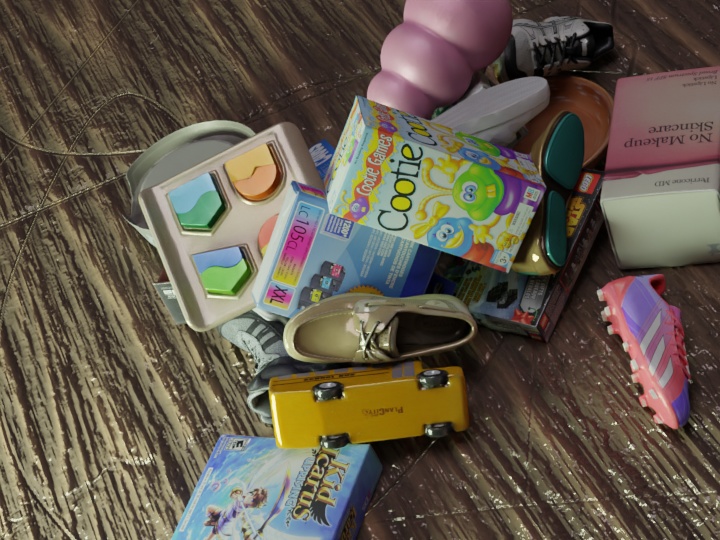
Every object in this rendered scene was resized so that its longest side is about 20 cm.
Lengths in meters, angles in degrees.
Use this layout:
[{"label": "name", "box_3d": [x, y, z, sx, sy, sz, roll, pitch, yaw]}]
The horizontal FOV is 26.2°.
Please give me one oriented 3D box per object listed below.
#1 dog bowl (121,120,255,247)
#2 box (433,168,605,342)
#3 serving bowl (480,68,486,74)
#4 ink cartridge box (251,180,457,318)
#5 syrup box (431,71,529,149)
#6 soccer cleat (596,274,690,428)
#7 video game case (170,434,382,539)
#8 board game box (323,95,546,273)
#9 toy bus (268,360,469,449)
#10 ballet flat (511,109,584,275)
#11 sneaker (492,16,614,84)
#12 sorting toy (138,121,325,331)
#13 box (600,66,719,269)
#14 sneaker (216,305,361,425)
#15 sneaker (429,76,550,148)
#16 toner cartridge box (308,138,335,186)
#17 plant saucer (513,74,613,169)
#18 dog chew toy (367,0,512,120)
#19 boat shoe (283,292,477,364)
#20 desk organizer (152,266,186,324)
[{"label": "dog bowl", "box_3d": [-0.208, -0.103, 1.974, 0.200, 0.059, 0.200, -15, 43, 14]}, {"label": "box", "box_3d": [0.179, -0.027, 1.689, 0.137, 0.040, 0.200, 13, 66, 36]}, {"label": "serving bowl", "box_3d": [0.082, -0.206, 1.870, 0.200, 0.200, 0.066, -39, 83, -14]}, {"label": "ink cartridge box", "box_3d": [0.000, 0.000, 1.655, 0.076, 0.200, 0.137, -120, 49, -71]}, {"label": "syrup box", "box_3d": [0.092, -0.127, 1.766, 0.200, 0.081, 0.079, -44, 16, 15]}, {"label": "soccer cleat", "box_3d": [0.297, 0.074, 1.539, 0.076, 0.067, 0.200, -19, 39, 1]}, {"label": "video game case", "box_3d": [-0.094, 0.259, 1.556, 0.181, 0.046, 0.200, 2, 48, 26]}, {"label": "board game box", "box_3d": [0.074, -0.090, 1.603, 0.200, 0.105, 0.103, 18, 21, -12]}, {"label": "toy bus", "box_3d": [0.009, 0.136, 1.584, 0.199, 0.065, 0.078, -7, 13, 1]}, {"label": "ballet flat", "box_3d": [0.193, -0.084, 1.653, 0.063, 0.069, 0.200, -13, 51, 39]}, {"label": "sneaker", "box_3d": [0.235, -0.272, 1.859, 0.088, 0.076, 0.200, 4, 22, 38]}, {"label": "sorting toy", "box_3d": [-0.131, -0.052, 1.722, 0.200, 0.036, 0.185, -25, 72, 2]}, {"label": "box", "box_3d": [0.339, -0.112, 1.671, 0.128, 0.109, 0.200, -5, 45, 21]}, {"label": "sneaker", "box_3d": [-0.104, 0.100, 1.699, 0.200, 0.076, 0.114, 16, 54, 34]}, {"label": "sneaker", "box_3d": [0.132, -0.123, 1.689, 0.200, 0.116, 0.074, -27, 24, 8]}, {"label": "toner cartridge box", "box_3d": [-0.058, -0.102, 1.842, 0.095, 0.043, 0.200, -35, 15, -1]}, {"label": "plant saucer", "box_3d": [0.209, -0.154, 1.834, 0.200, 0.038, 0.200, -13, 43, 13]}, {"label": "dog chew toy", "box_3d": [0.080, -0.239, 1.718, 0.124, 0.125, 0.200, 32, 84, 44]}, {"label": "boat shoe", "box_3d": [0.021, 0.063, 1.599, 0.199, 0.072, 0.065, -4, 12, -8]}, {"label": "desk organizer", "box_3d": [-0.132, 0.006, 1.816, 0.199, 0.072, 0.077, -5, 43, 22]}]
